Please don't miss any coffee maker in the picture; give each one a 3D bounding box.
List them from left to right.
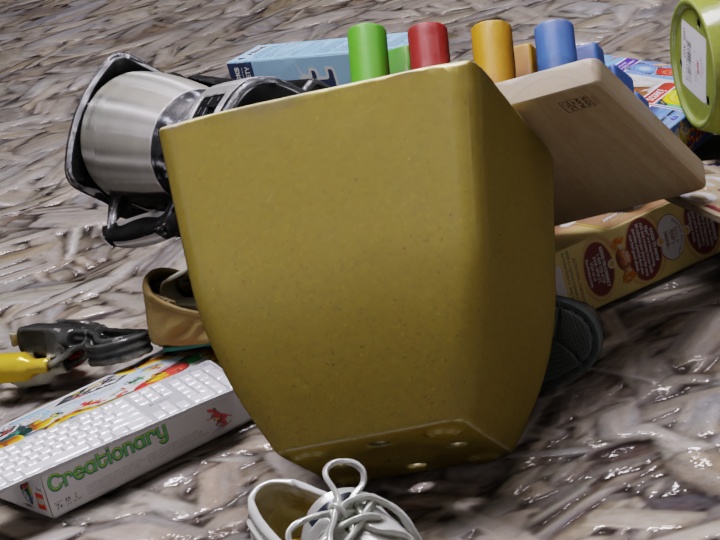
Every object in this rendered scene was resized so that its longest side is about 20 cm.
[{"bbox_3d":[-0.076,-0.079,1.713,0.192,0.135,0.200,-4,10,-37],"label":"coffee maker"}]

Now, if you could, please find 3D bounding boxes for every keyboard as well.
[{"bbox_3d":[-0.173,0.104,1.588,0.200,0.011,0.056,-23,19,-22],"label":"keyboard"}]

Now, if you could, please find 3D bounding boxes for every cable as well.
[{"bbox_3d":[-0.200,0.064,1.803,0.097,0.050,0.200,-11,8,-40],"label":"cable"}]

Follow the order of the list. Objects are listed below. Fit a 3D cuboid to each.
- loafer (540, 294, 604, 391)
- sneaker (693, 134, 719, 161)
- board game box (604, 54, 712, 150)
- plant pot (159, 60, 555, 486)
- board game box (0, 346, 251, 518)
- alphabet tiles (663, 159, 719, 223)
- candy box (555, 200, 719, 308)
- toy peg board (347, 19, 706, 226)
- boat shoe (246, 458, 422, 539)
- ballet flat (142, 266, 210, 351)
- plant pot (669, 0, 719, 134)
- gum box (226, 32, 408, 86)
[{"bbox_3d":[0.065,0.046,1.577,0.200,0.072,0.063,-12,11,22],"label":"loafer"},{"bbox_3d":[0.194,-0.087,1.854,0.200,0.085,0.074,-9,19,24],"label":"sneaker"},{"bbox_3d":[0.173,-0.107,1.772,0.135,0.035,0.200,12,28,28],"label":"board game box"},{"bbox_3d":[0.010,0.016,1.449,0.195,0.200,0.194,-10,-18,16],"label":"plant pot"},{"bbox_3d":[-0.157,0.102,1.658,0.200,0.035,0.126,-26,19,-30],"label":"board game box"},{"bbox_3d":[0.298,-0.055,1.662,0.200,0.008,0.167,-6,18,-26],"label":"alphabet tiles"},{"bbox_3d":[0.143,-0.012,1.707,0.200,0.055,0.115,-22,19,-24],"label":"candy box"},{"bbox_3d":[0.093,-0.105,1.581,0.199,0.098,0.200,-14,-23,23],"label":"toy peg board"},{"bbox_3d":[-0.007,0.144,1.288,0.074,0.086,0.202,-22,17,-20],"label":"boat shoe"},{"bbox_3d":[-0.085,0.021,1.655,0.069,0.063,0.200,-26,15,-40],"label":"ballet flat"},{"bbox_3d":[0.326,-0.157,1.722,0.200,0.188,0.187,-9,15,-10],"label":"plant pot"},{"bbox_3d":[-0.001,-0.096,1.920,0.200,0.170,0.045,1,24,44],"label":"gum box"}]
